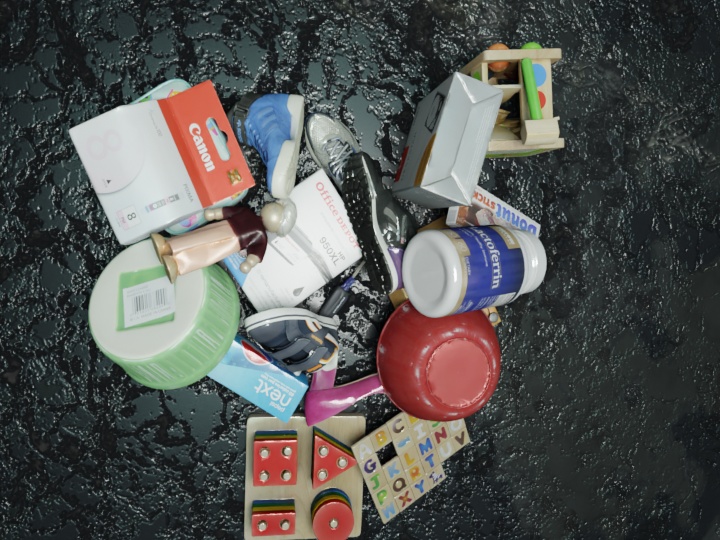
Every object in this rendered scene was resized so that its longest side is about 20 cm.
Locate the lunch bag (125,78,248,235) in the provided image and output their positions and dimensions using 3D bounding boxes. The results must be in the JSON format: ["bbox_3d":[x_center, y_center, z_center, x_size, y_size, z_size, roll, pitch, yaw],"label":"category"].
[{"bbox_3d":[-0.271,-0.164,0.842,0.158,0.077,0.203,-32,98,-2],"label":"lunch bag"}]

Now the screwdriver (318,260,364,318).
[{"bbox_3d":[0.000,0.000,0.910,0.029,0.028,0.201,38,97,-17],"label":"screwdriver"}]

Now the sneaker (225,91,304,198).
[{"bbox_3d":[-0.144,-0.186,0.823,0.108,0.078,0.204,5,54,-3],"label":"sneaker"}]

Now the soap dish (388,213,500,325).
[{"bbox_3d":[0.128,0.032,0.917,0.154,0.081,0.204,-27,97,-6],"label":"soap dish"}]

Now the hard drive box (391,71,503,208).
[{"bbox_3d":[0.120,-0.179,0.839,0.075,0.200,0.160,17,91,-9],"label":"hard drive box"}]

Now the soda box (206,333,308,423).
[{"bbox_3d":[-0.180,0.150,0.888,0.198,0.064,0.069,34,89,-11],"label":"soda box"}]

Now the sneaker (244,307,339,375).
[{"bbox_3d":[-0.088,0.106,0.832,0.077,0.199,0.082,-22,69,25],"label":"sneaker"}]

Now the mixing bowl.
[{"bbox_3d":[0.126,0.135,0.830,0.194,0.108,0.207,-1,94,-8],"label":"mixing bowl"}]

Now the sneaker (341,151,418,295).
[{"bbox_3d":[0.037,-0.075,0.833,0.086,0.075,0.205,-20,99,-31],"label":"sneaker"}]

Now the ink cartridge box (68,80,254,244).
[{"bbox_3d":[-0.267,-0.151,0.778,0.196,0.057,0.166,-24,95,1],"label":"ink cartridge box"}]

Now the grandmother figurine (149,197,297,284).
[{"bbox_3d":[-0.171,-0.047,0.768,0.197,0.061,0.123,-25,71,-25],"label":"grandmother figurine"}]

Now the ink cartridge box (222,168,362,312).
[{"bbox_3d":[-0.101,-0.038,0.874,0.198,0.084,0.146,-35,99,-5],"label":"ink cartridge box"}]

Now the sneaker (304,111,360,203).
[{"bbox_3d":[-0.016,-0.158,0.877,0.076,0.085,0.202,-35,98,-4],"label":"sneaker"}]

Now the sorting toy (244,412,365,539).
[{"bbox_3d":[-0.087,0.341,0.915,0.193,0.070,0.206,2,94,-9],"label":"sorting toy"}]

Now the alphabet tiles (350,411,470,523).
[{"bbox_3d":[0.093,0.298,0.938,0.197,0.008,0.171,-29,115,-17],"label":"alphabet tiles"}]

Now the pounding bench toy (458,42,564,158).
[{"bbox_3d":[0.235,-0.259,0.850,0.120,0.200,0.161,-4,96,-8],"label":"pounding bench toy"}]

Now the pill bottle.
[{"bbox_3d":[0.165,-0.004,0.807,0.196,0.115,0.119,-7,97,-34],"label":"pill bottle"}]

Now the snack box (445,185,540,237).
[{"bbox_3d":[0.214,-0.073,0.904,0.197,0.024,0.074,22,77,-36],"label":"snack box"}]

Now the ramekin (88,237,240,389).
[{"bbox_3d":[-0.277,0.054,0.801,0.194,0.098,0.205,-4,66,8],"label":"ramekin"}]

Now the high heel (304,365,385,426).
[{"bbox_3d":[0.009,0.210,0.910,0.194,0.067,0.099,9,73,-5],"label":"high heel"}]
